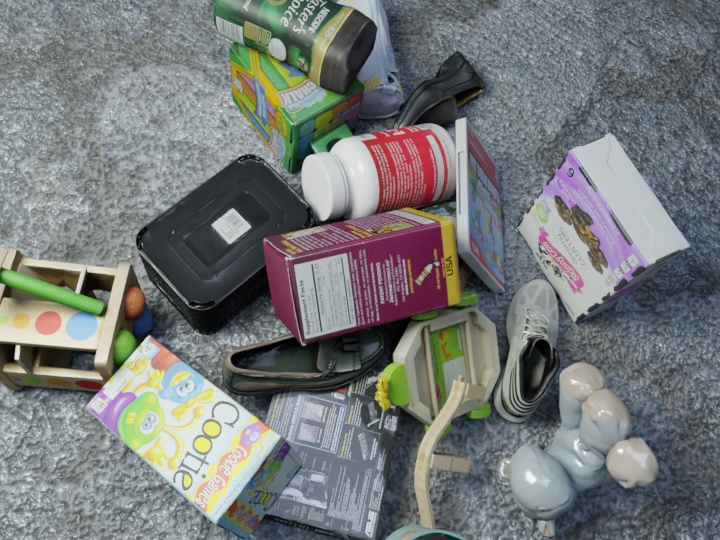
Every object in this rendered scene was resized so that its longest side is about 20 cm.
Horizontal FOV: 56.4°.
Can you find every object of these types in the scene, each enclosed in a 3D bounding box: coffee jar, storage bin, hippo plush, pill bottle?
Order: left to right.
[{"bbox_3d":[-0.169,-0.035,0.863,0.135,0.094,0.200,44,68,12],"label":"storage bin"},{"bbox_3d":[-0.081,-0.314,0.867,0.198,0.085,0.105,28,67,4],"label":"coffee jar"},{"bbox_3d":[0.026,-0.128,0.903,0.198,0.112,0.113,-16,69,-28],"label":"pill bottle"},{"bbox_3d":[0.239,0.212,0.798,0.160,0.200,0.160,-29,65,6],"label":"hippo plush"}]

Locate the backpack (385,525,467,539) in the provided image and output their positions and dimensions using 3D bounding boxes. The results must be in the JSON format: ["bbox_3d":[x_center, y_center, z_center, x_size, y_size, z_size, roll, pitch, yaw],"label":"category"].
[{"bbox_3d":[0.061,0.369,0.686,0.175,0.153,0.200,38,76,7],"label":"backpack"}]

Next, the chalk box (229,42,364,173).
[{"bbox_3d":[-0.079,-0.234,0.946,0.124,0.124,0.201,-34,75,-20],"label":"chalk box"}]

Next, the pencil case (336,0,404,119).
[{"bbox_3d":[0.013,-0.331,1.022,0.082,0.091,0.202,-5,66,-11],"label":"pencil case"}]

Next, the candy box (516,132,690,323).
[{"bbox_3d":[0.304,-0.047,0.879,0.071,0.200,0.169,-22,71,-16],"label":"candy box"}]

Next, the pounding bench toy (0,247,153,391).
[{"bbox_3d":[-0.322,0.049,0.740,0.154,0.201,0.126,6,62,-5],"label":"pounding bench toy"}]

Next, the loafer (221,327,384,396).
[{"bbox_3d":[-0.062,0.102,0.781,0.198,0.063,0.073,-11,66,-13],"label":"loafer"}]

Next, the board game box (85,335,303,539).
[{"bbox_3d":[-0.177,0.179,0.728,0.199,0.105,0.103,31,69,23],"label":"board game box"}]

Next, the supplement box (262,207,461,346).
[{"bbox_3d":[0.000,0.000,0.786,0.198,0.131,0.105,-13,106,-17],"label":"supplement box"}]

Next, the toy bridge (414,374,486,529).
[{"bbox_3d":[0.097,0.221,0.779,0.067,0.027,0.203,17,82,-33],"label":"toy bridge"}]

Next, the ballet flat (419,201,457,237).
[{"bbox_3d":[0.077,-0.041,0.911,0.198,0.074,0.075,-16,69,-8],"label":"ballet flat"}]

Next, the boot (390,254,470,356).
[{"bbox_3d":[0.111,0.052,0.893,0.075,0.073,0.201,40,61,-20],"label":"boot"}]

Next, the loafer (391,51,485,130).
[{"bbox_3d":[0.118,-0.250,1.014,0.072,0.073,0.200,40,68,5],"label":"loafer"}]

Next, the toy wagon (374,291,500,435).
[{"bbox_3d":[0.091,0.117,0.812,0.198,0.039,0.157,-13,99,-34],"label":"toy wagon"}]

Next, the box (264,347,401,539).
[{"bbox_3d":[-0.039,0.204,0.800,0.156,0.050,0.202,14,65,-2],"label":"box"}]

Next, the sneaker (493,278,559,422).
[{"bbox_3d":[0.231,0.087,0.856,0.075,0.116,0.202,18,65,0],"label":"sneaker"}]

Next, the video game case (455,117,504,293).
[{"bbox_3d":[0.164,-0.087,0.920,0.017,0.143,0.202,-10,63,27],"label":"video game case"}]
